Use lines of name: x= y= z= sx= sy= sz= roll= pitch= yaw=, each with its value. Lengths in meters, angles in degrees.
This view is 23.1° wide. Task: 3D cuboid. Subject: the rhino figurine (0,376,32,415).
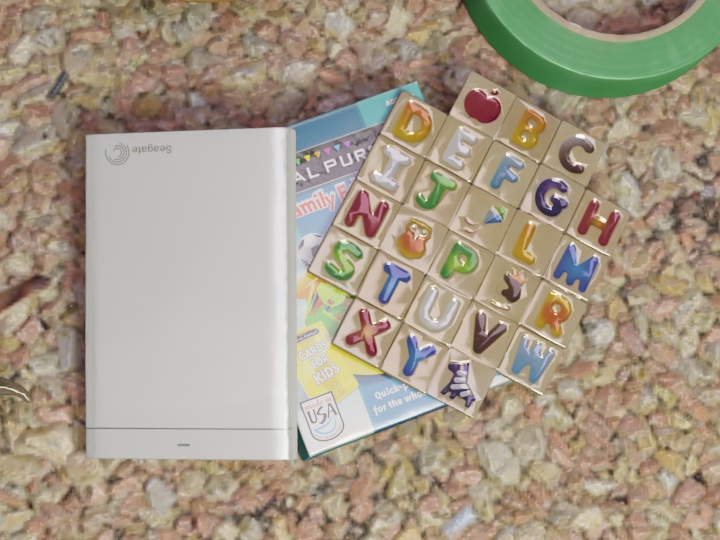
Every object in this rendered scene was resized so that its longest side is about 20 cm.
rhino figurine: x=-0.295 y=0.101 z=1.057 sx=0.200 sy=0.060 sz=0.088 roll=-14 pitch=96 yaw=-11

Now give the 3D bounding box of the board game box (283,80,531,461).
board game box: x=0.000 y=0.000 z=1.117 sx=0.151 sy=0.047 sz=0.200 roll=-20 pitch=83 yaw=-10

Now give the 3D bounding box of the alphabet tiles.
alphabet tiles: x=0.070 y=-0.018 z=1.102 sx=0.166 sy=0.006 sz=0.200 roll=28 pitch=76 yaw=-3

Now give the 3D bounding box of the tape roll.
tape roll: x=0.163 y=-0.217 z=1.174 sx=0.200 sy=0.048 sz=0.201 roll=1 pitch=80 yaw=-6

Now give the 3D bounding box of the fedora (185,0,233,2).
fedora: x=-0.103 y=-0.251 z=1.132 sx=0.200 sy=0.082 sz=0.201 roll=2 pitch=78 yaw=-12

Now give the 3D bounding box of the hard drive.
hard drive: x=-0.104 y=0.015 z=1.079 sx=0.132 sy=0.027 sz=0.201 roll=-1 pitch=87 yaw=14
